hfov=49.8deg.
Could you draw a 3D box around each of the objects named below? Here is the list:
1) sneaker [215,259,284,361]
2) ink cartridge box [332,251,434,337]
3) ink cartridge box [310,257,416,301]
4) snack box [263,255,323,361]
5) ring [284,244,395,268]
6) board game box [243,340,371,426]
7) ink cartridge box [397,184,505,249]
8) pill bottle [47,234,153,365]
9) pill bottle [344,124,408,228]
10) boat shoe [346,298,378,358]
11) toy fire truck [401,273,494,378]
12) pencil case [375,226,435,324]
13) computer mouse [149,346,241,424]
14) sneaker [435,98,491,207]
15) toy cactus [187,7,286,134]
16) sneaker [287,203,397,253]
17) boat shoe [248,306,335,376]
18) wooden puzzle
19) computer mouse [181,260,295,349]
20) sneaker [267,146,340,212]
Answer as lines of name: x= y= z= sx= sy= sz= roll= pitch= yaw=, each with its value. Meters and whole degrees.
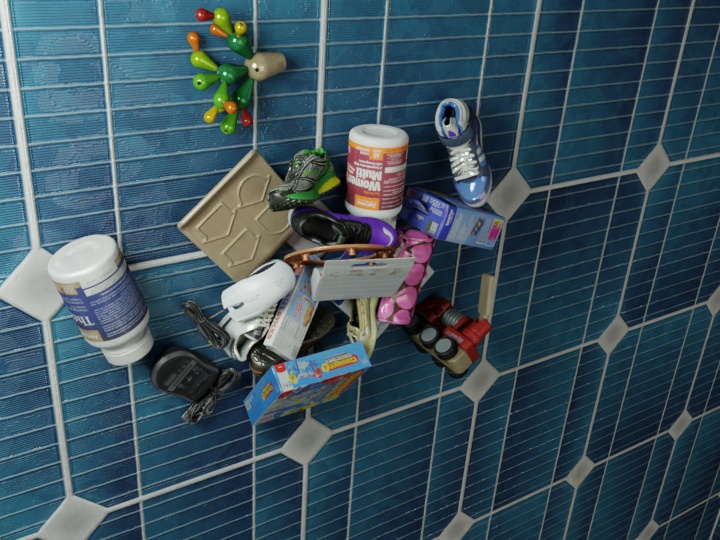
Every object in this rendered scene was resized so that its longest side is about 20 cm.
sneaker: x=-0.187 y=0.074 z=1.434 sx=0.076 sy=0.080 sz=0.200 roll=28 pitch=94 yaw=-40
ink cartridge box: x=0.036 y=0.018 z=1.592 sx=0.196 sy=0.043 sz=0.200 roll=-49 pitch=134 yaw=-3
ink cartridge box: x=0.000 y=0.000 z=1.385 sx=0.160 sy=0.047 sz=0.200 roll=-2 pitch=159 yaw=-11
snack box: x=-0.116 y=0.066 z=1.461 sx=0.072 sy=0.024 sz=0.200 roll=42 pitch=60 yaw=-42
ring: x=-0.036 y=-0.021 z=1.381 sx=0.200 sy=0.200 sz=0.019 roll=1 pitch=81 yaw=-36
board game box: x=-0.107 y=0.222 z=1.516 sx=0.196 sy=0.056 sz=0.200 roll=-13 pitch=158 yaw=-30
ink cartridge box: x=0.170 y=-0.109 z=1.555 sx=0.200 sy=0.136 sz=0.076 roll=6 pitch=108 yaw=-38
pill bottle: x=-0.406 y=0.052 z=1.240 sx=0.111 sy=0.111 sz=0.200 roll=-30 pitch=128 yaw=-20
pill bottle: x=0.027 y=-0.162 z=1.441 sx=0.109 sy=0.110 sz=0.200 roll=-12 pitch=120 yaw=-31
boat shoe: x=-0.005 y=0.088 z=1.531 sx=0.063 sy=0.073 sz=0.201 roll=-1 pitch=111 yaw=-24
toy fire truck: x=0.208 y=0.099 z=1.670 sx=0.200 sy=0.176 sz=0.129 roll=-42 pitch=131 yaw=-10
pencil case: x=0.080 y=0.014 z=1.539 sx=0.094 sy=0.091 sz=0.200 roll=-27 pitch=133 yaw=-65
computer mouse: x=-0.321 y=0.195 z=1.425 sx=0.139 sy=0.053 sz=0.200 roll=-46 pitch=143 yaw=-5
sneaker: x=0.187 y=-0.230 z=1.482 sx=0.146 sy=0.080 sz=0.200 roll=15 pitch=69 yaw=-59
toy cactus: x=-0.186 y=-0.318 z=1.223 sx=0.165 sy=0.102 sz=0.200 roll=-25 pitch=118 yaw=-35
sneaker: x=-0.028 y=-0.063 z=1.362 sx=0.200 sy=0.100 sz=0.070 roll=11 pitch=104 yaw=-13
boat shoe: x=-0.139 y=0.139 z=1.517 sx=0.200 sy=0.076 sz=0.074 roll=-30 pitch=156 yaw=-31
wooden puzzle: x=-0.203 y=-0.092 z=1.358 sx=0.185 sy=0.046 sz=0.200 roll=-46 pitch=137 yaw=-6
computer mouse: x=-0.205 y=0.051 z=1.367 sx=0.200 sy=0.044 sz=0.110 roll=-33 pitch=105 yaw=-4
sneaker: x=-0.107 y=-0.157 z=1.335 sx=0.200 sy=0.078 sz=0.085 roll=-47 pitch=120 yaw=-60
